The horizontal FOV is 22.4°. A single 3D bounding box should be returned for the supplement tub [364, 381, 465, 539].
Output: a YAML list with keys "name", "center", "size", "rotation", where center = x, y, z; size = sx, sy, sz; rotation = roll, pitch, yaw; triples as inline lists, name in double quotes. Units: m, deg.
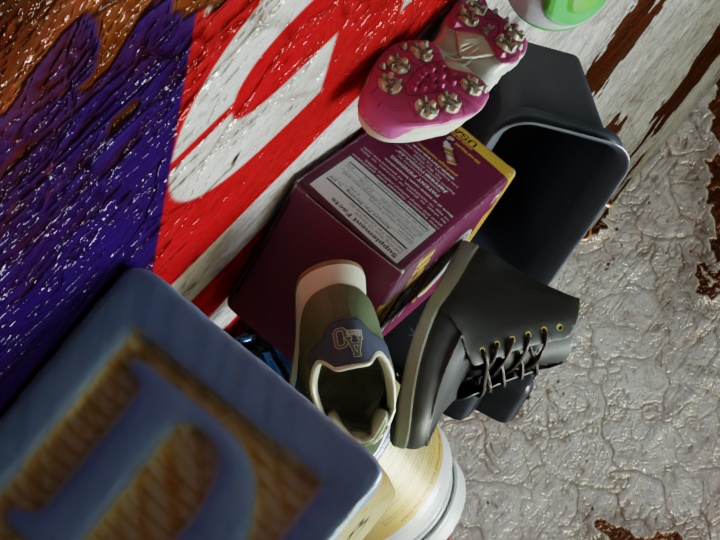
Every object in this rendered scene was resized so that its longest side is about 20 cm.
- name: "supplement tub"
  center: [-0.011, 0.152, 1.535]
  size: [0.145, 0.144, 0.200]
  rotation: [-50, 128, -10]

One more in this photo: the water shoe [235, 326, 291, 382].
- name: "water shoe"
  center: [-0.076, 0.075, 1.400]
  size: [0.079, 0.071, 0.201]
  rotation: [55, 47, -44]

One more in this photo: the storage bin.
- name: "storage bin"
  center: [0.138, -0.093, 1.550]
  size: [0.200, 0.144, 0.135]
  rotation: [120, -26, -43]

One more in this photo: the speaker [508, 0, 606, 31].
- name: "speaker"
  center: [0.144, -0.236, 1.253]
  size: [0.089, 0.088, 0.200]
  rotation: [-49, 171, -11]

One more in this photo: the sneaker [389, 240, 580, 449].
- name: "sneaker"
  center: [0.092, 0.060, 1.294]
  size: [0.201, 0.106, 0.075]
  rotation: [-63, 169, -45]

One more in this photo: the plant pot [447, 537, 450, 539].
- name: "plant pot"
  center: [0.010, 0.392, 2.716]
  size: [0.182, 0.200, 0.201]
  rotation: [-30, 158, -50]

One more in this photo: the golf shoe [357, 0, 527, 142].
- name: "golf shoe"
  center: [0.050, -0.121, 1.277]
  size: [0.200, 0.075, 0.092]
  rotation: [-38, 167, -52]

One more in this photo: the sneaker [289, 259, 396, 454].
- name: "sneaker"
  center: [-0.011, 0.091, 1.246]
  size: [0.067, 0.090, 0.201]
  rotation: [-11, 138, -6]

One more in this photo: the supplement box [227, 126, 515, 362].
- name: "supplement box"
  center: [0.011, -0.026, 1.352]
  size: [0.200, 0.103, 0.131]
  rotation: [-39, 166, -52]

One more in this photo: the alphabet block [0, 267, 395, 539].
- name: "alphabet block"
  center: [-0.110, 0.140, 1.110]
  size: [0.196, 0.196, 0.200]
  rotation: [-49, 171, -5]

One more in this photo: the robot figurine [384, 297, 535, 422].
- name: "robot figurine"
  center: [0.069, 0.059, 1.660]
  size: [0.125, 0.199, 0.150]
  rotation: [-62, 177, 15]
